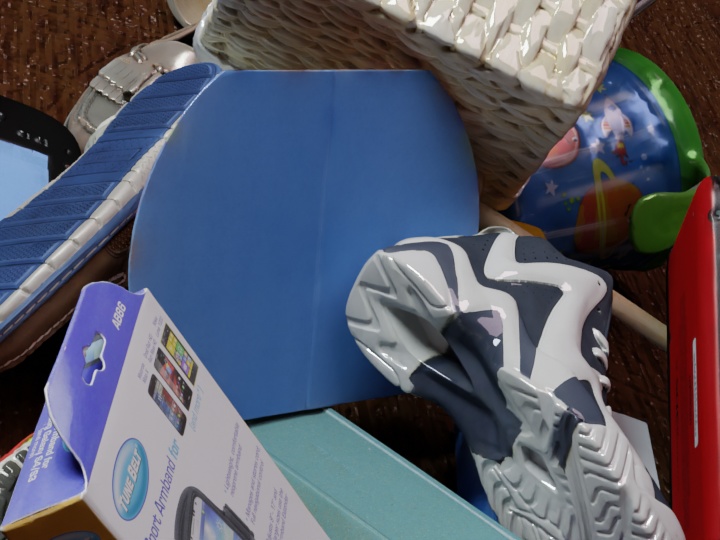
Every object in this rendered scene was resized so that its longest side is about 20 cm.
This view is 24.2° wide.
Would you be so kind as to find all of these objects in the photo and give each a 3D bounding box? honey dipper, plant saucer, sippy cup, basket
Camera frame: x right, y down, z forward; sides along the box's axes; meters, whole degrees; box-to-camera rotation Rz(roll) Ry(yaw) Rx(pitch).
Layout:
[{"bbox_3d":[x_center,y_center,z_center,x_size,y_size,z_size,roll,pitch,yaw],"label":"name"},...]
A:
[{"bbox_3d":[0.097,-0.005,0.856,0.199,0.038,0.038,32,31,-13],"label":"honey dipper"},{"bbox_3d":[-0.013,0.090,0.758,0.199,0.019,0.070,30,30,35],"label":"plant saucer"},{"bbox_3d":[0.110,-0.053,0.990,0.130,0.178,0.141,-16,80,-32],"label":"sippy cup"},{"bbox_3d":[0.044,-0.170,0.858,0.197,0.161,0.201,27,74,-3],"label":"basket"}]

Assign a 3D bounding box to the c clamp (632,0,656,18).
[{"bbox_3d":[0.069,-0.119,1.016,0.170,0.027,0.199,-36,20,-32],"label":"c clamp"}]

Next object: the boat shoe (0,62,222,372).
[{"bbox_3d":[-0.109,-0.013,0.771,0.072,0.073,0.200,1,39,43],"label":"boat shoe"}]

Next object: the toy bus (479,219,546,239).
[{"bbox_3d":[0.000,0.000,0.875,0.199,0.079,0.065,13,35,-23],"label":"toy bus"}]

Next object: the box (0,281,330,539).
[{"bbox_3d":[-0.064,0.102,0.628,0.201,0.041,0.119,55,22,-27],"label":"box"}]

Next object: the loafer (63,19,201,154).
[{"bbox_3d":[-0.104,-0.117,0.984,0.072,0.063,0.200,33,34,11],"label":"loafer"}]

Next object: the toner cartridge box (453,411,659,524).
[{"bbox_3d":[0.096,0.137,0.785,0.094,0.043,0.201,18,34,-12],"label":"toner cartridge box"}]

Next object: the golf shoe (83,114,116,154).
[{"bbox_3d":[-0.078,-0.078,0.923,0.199,0.078,0.098,0,56,-47],"label":"golf shoe"}]

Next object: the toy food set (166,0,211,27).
[{"bbox_3d":[-0.012,-0.198,1.113,0.198,0.061,0.144,8,29,16],"label":"toy food set"}]

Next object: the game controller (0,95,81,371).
[{"bbox_3d":[-0.185,-0.028,0.829,0.104,0.042,0.201,12,36,-20],"label":"game controller"}]

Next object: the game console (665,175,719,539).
[{"bbox_3d":[0.209,0.076,0.804,0.118,0.173,0.202,1,71,2],"label":"game console"}]

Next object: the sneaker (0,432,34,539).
[{"bbox_3d":[-0.125,0.096,0.669,0.077,0.085,0.200,60,18,3],"label":"sneaker"}]

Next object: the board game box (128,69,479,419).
[{"bbox_3d":[-0.031,-0.016,0.778,0.199,0.159,0.039,-6,17,-39],"label":"board game box"}]

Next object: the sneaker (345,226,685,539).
[{"bbox_3d":[0.098,0.054,0.777,0.199,0.080,0.129,43,41,20],"label":"sneaker"}]
